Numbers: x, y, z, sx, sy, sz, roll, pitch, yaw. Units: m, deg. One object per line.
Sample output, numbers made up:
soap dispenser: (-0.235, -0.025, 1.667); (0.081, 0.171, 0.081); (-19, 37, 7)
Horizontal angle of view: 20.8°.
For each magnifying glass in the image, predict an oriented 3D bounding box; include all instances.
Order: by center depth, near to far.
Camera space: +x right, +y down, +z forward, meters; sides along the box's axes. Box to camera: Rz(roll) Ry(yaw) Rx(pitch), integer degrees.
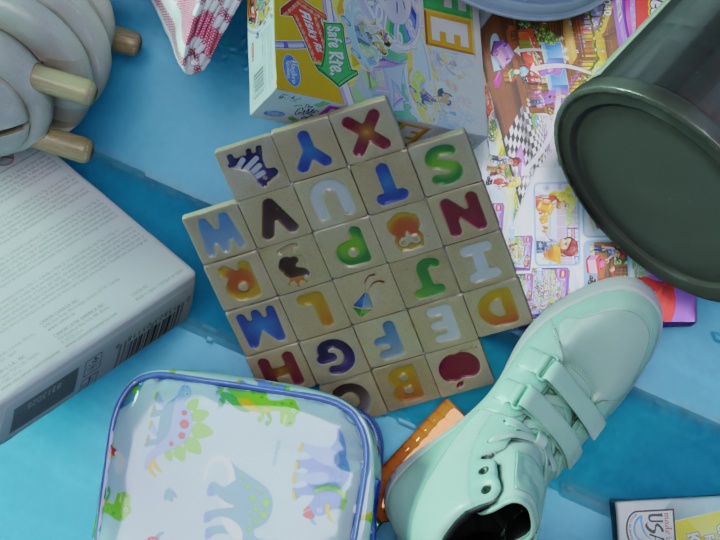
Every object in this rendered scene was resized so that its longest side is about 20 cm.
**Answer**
magnifying glass: (-0.009, 0.156, 1.145); (0.080, 0.022, 0.200); (43, 88, 6)

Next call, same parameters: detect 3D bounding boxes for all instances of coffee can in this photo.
coffee can: (0.221, -0.103, 1.063); (0.146, 0.147, 0.200); (42, 67, 5)

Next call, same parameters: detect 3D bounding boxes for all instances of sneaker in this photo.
sneaker: (0.104, 0.096, 1.074); (0.200, 0.118, 0.074); (-45, 110, 4)

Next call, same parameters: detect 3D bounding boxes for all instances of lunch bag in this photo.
lunch bag: (-0.069, 0.162, 1.099); (0.159, 0.082, 0.202); (7, 86, 6)

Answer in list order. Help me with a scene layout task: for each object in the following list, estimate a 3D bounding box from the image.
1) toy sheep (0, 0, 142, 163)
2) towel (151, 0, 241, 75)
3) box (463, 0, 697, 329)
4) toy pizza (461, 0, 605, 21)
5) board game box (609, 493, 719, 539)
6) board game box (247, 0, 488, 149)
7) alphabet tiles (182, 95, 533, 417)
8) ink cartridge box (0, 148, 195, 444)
toy sheep: (-0.201, -0.129, 1.120); (0.137, 0.139, 0.201); (14, 48, 4)
towel: (-0.078, -0.229, 1.096); (0.030, 0.147, 0.201); (13, 121, -31)
box: (0.126, -0.067, 1.148); (0.135, 0.039, 0.202); (0, 85, 3)
toy pizza: (0.073, -0.227, 1.131); (0.198, 0.032, 0.202); (12, 61, -22)
board game box: (0.246, 0.201, 1.115); (0.198, 0.047, 0.153); (-4, 85, 3)
board game box: (0.001, -0.170, 1.105); (0.133, 0.034, 0.202); (10, 63, -28)
alphabet tiles: (0.000, 0.000, 1.097); (0.165, 0.006, 0.201); (-16, 123, 10)
ink cartridge box: (-0.219, -0.007, 1.120); (0.199, 0.050, 0.162); (37, 46, 20)
